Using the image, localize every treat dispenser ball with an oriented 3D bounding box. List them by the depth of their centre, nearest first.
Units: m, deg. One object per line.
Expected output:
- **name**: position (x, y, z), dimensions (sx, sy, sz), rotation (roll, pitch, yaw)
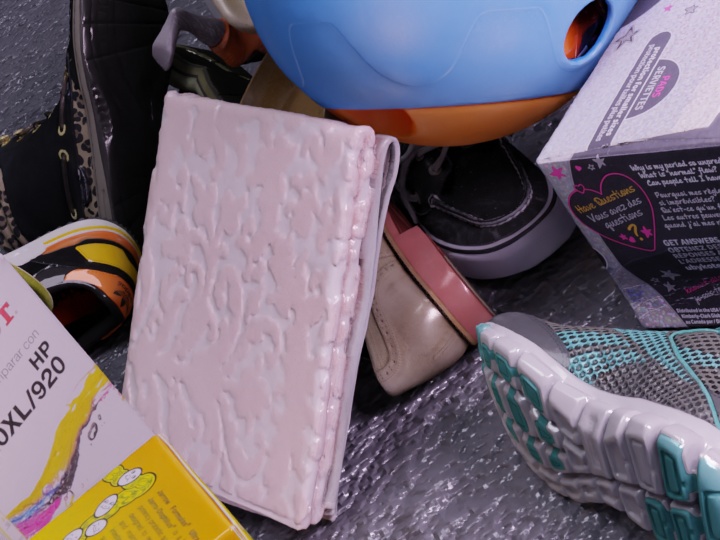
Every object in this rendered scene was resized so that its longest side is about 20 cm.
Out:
- **treat dispenser ball**: position (0.039, -0.160, 1.019), dimensions (0.201, 0.201, 0.201), rotation (-27, 30, 17)

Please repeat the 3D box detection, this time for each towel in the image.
- **towel**: position (-0.058, 0.015, 1.063), dimensions (0.191, 0.032, 0.200), rotation (14, 96, 53)

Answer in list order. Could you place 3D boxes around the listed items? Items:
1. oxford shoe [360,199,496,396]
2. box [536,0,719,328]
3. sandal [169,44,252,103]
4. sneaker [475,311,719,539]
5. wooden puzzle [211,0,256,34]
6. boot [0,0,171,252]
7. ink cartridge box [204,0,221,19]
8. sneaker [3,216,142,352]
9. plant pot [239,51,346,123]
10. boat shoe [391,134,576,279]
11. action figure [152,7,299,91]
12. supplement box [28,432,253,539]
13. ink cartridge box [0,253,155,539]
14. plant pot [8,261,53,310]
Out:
- **oxford shoe**: position (0.000, 0.000, 1.103), dimensions (0.075, 0.070, 0.200), rotation (-42, 27, 0)
- **box**: position (0.193, -0.083, 0.967), dimensions (0.132, 0.115, 0.200), rotation (-3, 42, 45)
- **sandal**: position (-0.090, -0.102, 1.366), dimensions (0.201, 0.080, 0.057), rotation (38, 110, 58)
- **sneaker**: position (0.125, 0.056, 0.897), dimensions (0.091, 0.078, 0.200), rotation (-29, 29, -20)
- **wooden puzzle**: position (-0.042, -0.262, 1.199), dimensions (0.200, 0.037, 0.185), rotation (-42, 60, 13)
- **boot**: position (-0.191, -0.106, 1.371), dimensions (0.073, 0.204, 0.154), rotation (-4, -3, -42)
- **ink cartridge box**: position (-0.022, -0.247, 1.352), dimensions (0.144, 0.085, 0.200), rotation (-27, -12, -26)
- **sneaker**: position (-0.224, 0.041, 1.282), dimensions (0.200, 0.070, 0.090), rotation (-28, 27, 11)
- **plant pot**: position (-0.047, -0.037, 1.158), dimensions (0.200, 0.027, 0.200), rotation (-165, 90, -70)
- **boat shoe**: position (0.050, -0.059, 1.134), dimensions (0.074, 0.068, 0.199), rotation (-36, 28, 0)
- **action figure**: position (-0.002, -0.162, 1.291), dimensions (0.200, 0.105, 0.193), rotation (-4, 15, 38)
- **supplement box**: position (-0.118, 0.187, 0.908), dimensions (0.200, 0.109, 0.110), rotation (-40, 29, -7)
- **ink cartridge box**: position (-0.195, 0.108, 1.014), dimensions (0.145, 0.200, 0.147), rotation (1, 46, 48)
- **plant pot**: position (-0.284, 0.090, 1.143), dimensions (0.200, 0.200, 0.193), rotation (-8, 66, 41)
